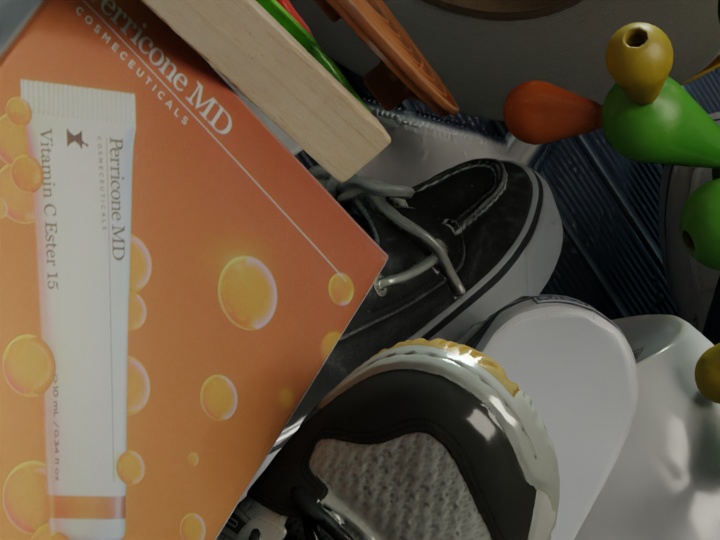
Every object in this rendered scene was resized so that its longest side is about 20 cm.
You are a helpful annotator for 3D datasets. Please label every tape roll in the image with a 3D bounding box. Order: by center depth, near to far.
[{"bbox_3d":[0.042,-0.136,0.831,0.203,0.203,0.037,49,42,-24],"label":"tape roll"}]

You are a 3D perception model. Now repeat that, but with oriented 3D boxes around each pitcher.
[{"bbox_3d":[0.107,0.115,0.887,0.172,0.121,0.200,-54,127,-72],"label":"pitcher"}]

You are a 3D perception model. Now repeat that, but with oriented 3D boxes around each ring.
[{"bbox_3d":[-0.041,-0.118,0.734,0.201,0.019,0.200,50,7,-8],"label":"ring"}]

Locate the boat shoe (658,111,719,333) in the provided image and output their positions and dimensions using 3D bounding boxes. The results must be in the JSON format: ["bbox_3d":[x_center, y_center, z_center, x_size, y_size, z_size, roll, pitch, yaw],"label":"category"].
[{"bbox_3d":[0.168,0.032,0.993,0.067,0.073,0.200,12,62,-84],"label":"boat shoe"}]

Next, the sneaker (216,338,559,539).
[{"bbox_3d":[-0.024,0.101,0.659,0.076,0.200,0.088,44,35,7],"label":"sneaker"}]

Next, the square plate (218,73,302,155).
[{"bbox_3d":[-0.115,-0.095,0.767,0.198,0.028,0.200,-34,101,-50],"label":"square plate"}]

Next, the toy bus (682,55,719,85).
[{"bbox_3d":[0.104,-0.179,0.987,0.200,0.136,0.192,64,27,-4],"label":"toy bus"}]

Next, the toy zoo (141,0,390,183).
[{"bbox_3d":[-0.073,-0.121,0.707,0.131,0.020,0.200,42,11,-52],"label":"toy zoo"}]

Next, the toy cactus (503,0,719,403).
[{"bbox_3d":[0.125,-0.033,0.780,0.165,0.102,0.200,-43,118,-55],"label":"toy cactus"}]

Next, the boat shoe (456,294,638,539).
[{"bbox_3d":[0.017,0.096,0.781,0.072,0.068,0.200,26,90,-10],"label":"boat shoe"}]

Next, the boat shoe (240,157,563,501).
[{"bbox_3d":[-0.002,0.000,0.825,0.199,0.073,0.068,-37,119,-40],"label":"boat shoe"}]

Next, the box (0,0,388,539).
[{"bbox_3d":[-0.103,0.035,0.644,0.124,0.097,0.200,46,56,-23],"label":"box"}]

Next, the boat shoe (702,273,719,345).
[{"bbox_3d":[0.155,0.022,0.905,0.069,0.084,0.200,-81,170,-68],"label":"boat shoe"}]
